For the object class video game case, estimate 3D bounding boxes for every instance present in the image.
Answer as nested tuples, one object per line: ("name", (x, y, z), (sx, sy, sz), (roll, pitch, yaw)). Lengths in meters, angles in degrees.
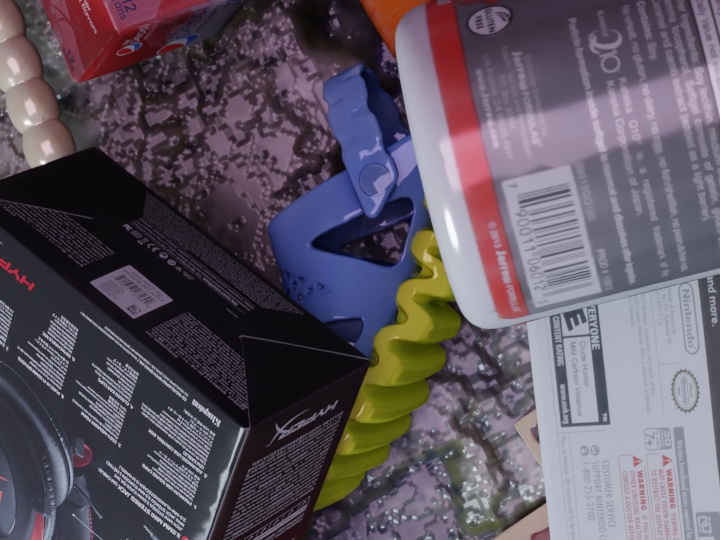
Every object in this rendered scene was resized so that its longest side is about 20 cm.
("video game case", (0.148, 0.087, 0.798), (0.181, 0.023, 0.202), (-7, 89, 39))

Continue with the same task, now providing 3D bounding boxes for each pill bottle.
("pill bottle", (0.119, -0.057, 0.738), (0.198, 0.116, 0.117), (-14, 88, 6))

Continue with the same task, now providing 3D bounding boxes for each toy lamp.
("toy lamp", (-0.137, -0.071, 0.883), (0.058, 0.058, 0.201), (-25, 84, 11))

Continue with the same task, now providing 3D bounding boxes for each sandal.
("sandal", (0.000, 0.000, 0.849), (0.087, 0.079, 0.201), (25, 88, 14))

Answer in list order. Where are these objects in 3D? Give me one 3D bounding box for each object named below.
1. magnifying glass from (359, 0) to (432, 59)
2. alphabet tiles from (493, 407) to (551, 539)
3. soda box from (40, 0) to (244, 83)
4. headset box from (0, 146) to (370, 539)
("magnifying glass", (-0.024, -0.173, 0.859), (0.079, 0.022, 0.201), (-31, 73, 7))
("alphabet tiles", (0.156, 0.116, 0.849), (0.166, 0.006, 0.201), (-35, 84, 11))
("soda box", (-0.116, -0.183, 0.859), (0.070, 0.063, 0.201), (-22, 85, -27))
("headset box", (-0.098, 0.080, 0.821), (0.148, 0.075, 0.201), (36, 126, 24))
